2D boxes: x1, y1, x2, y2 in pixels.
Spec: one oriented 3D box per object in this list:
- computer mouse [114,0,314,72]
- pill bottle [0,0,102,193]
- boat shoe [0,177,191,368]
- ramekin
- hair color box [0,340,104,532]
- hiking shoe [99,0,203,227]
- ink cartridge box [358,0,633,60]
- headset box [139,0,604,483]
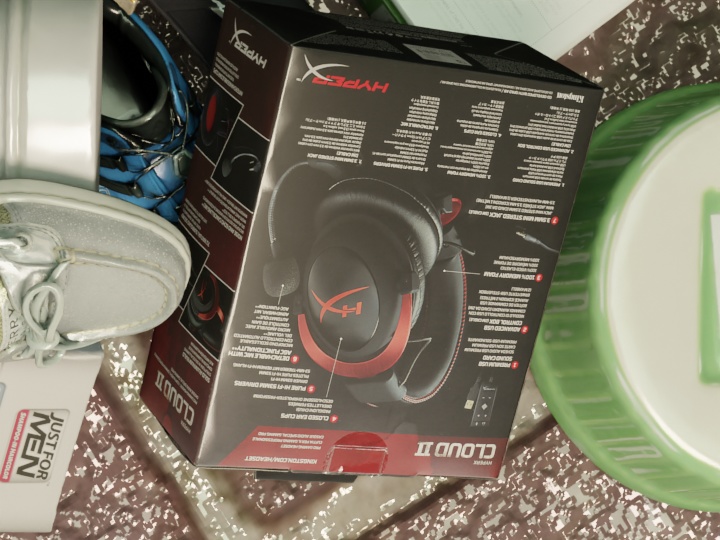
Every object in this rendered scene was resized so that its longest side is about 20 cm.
[{"bbox_3d":[-0.066,-0.119,0.930,0.046,0.140,0.200,-38,94,15],"label":"computer mouse"},{"bbox_3d":[-0.201,-0.067,0.854,0.199,0.113,0.114,1,88,-6],"label":"pill bottle"},{"bbox_3d":[-0.160,0.011,0.810,0.201,0.075,0.065,2,50,-20],"label":"boat shoe"},{"bbox_3d":[0.178,0.011,0.985,0.199,0.098,0.201,0,88,-9],"label":"ramekin"},{"bbox_3d":[-0.213,0.048,0.876,0.199,0.061,0.099,4,127,-24],"label":"hair color box"},{"bbox_3d":[-0.091,-0.046,0.952,0.074,0.087,0.200,-42,94,-8],"label":"hiking shoe"},{"bbox_3d":[0.093,-0.165,0.998,0.200,0.059,0.104,-37,95,-8],"label":"ink cartridge box"},{"bbox_3d":[0.000,0.000,0.920,0.148,0.075,0.201,4,109,-27],"label":"headset box"}]
